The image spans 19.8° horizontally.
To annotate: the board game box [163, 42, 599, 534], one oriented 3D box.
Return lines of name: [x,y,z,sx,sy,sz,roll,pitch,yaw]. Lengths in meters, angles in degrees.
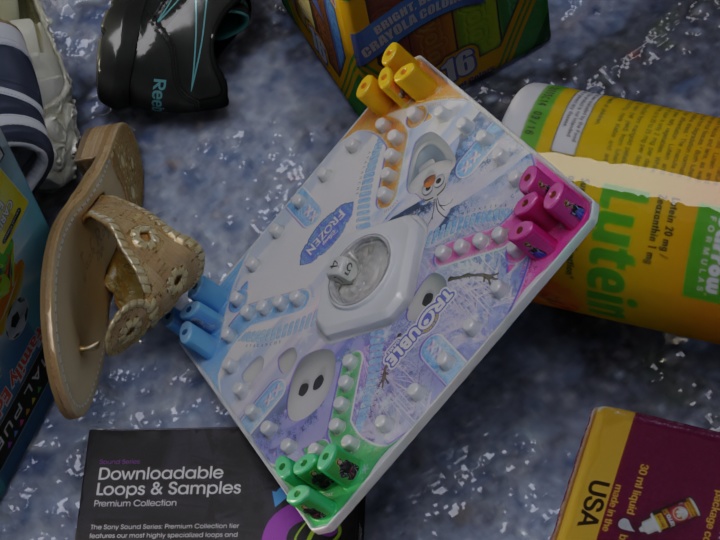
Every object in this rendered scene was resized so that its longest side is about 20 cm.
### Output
board game box: [0.000,0.000,1.011,0.200,0.026,0.200,-49,36,5]

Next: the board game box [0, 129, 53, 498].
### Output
board game box: [-0.205,0.030,1.009,0.047,0.200,0.151,16,63,19]

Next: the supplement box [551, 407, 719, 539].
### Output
supplement box: [0.188,0.150,0.902,0.199,0.131,0.103,13,61,16]

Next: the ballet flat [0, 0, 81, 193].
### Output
ballet flat: [-0.208,-0.136,1.185,0.072,0.072,0.200,-21,57,-4]

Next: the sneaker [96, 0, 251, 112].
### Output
sneaker: [-0.096,-0.177,1.205,0.079,0.075,0.201,11,68,3]

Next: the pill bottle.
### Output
pill bottle: [0.167,-0.023,1.032,0.199,0.111,0.111,13,61,17]

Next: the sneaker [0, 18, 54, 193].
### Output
sneaker: [-0.258,-0.056,1.082,0.199,0.070,0.109,-22,56,-7]

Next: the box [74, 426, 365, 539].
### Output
box: [-0.071,0.170,0.999,0.142,0.036,0.201,-1,60,8]

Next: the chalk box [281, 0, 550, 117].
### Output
chalk box: [0.018,-0.199,1.113,0.125,0.200,0.124,-28,58,-8]

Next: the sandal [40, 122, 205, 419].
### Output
sandal: [-0.115,-0.013,1.070,0.069,0.078,0.212,-10,37,9]
